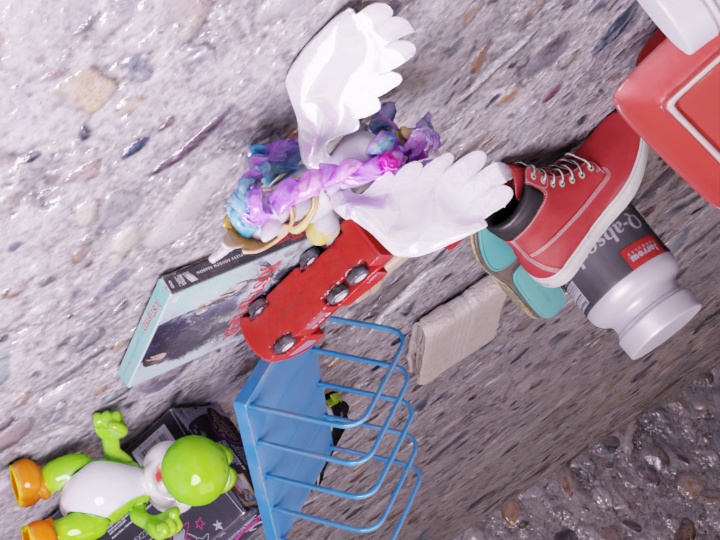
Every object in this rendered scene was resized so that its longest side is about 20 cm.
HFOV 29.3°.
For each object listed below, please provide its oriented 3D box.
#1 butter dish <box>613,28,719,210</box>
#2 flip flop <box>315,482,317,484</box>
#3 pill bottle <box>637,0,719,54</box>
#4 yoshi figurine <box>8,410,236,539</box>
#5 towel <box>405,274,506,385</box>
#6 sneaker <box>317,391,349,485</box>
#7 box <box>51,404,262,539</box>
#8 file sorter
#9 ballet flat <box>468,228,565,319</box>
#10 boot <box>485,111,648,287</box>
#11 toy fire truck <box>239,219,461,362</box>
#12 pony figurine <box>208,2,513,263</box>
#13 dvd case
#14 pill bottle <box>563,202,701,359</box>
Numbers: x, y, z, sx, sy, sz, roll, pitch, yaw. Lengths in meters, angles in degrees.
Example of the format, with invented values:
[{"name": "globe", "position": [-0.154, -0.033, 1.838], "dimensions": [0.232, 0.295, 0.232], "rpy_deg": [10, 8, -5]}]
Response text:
[{"name": "butter dish", "position": [0.347, -0.195, 1.293], "dimensions": [0.200, 0.148, 0.199], "rpy_deg": [37, 112, -28]}, {"name": "flip flop", "position": [-0.149, 0.253, 1.585], "dimensions": [0.199, 0.058, 0.081], "rpy_deg": [-15, 169, -9]}, {"name": "pill bottle", "position": [0.302, -0.266, 1.053], "dimensions": [0.200, 0.114, 0.113], "rpy_deg": [-40, 162, 9]}, {"name": "yoshi figurine", "position": [-0.199, 0.185, 1.206], "dimensions": [0.199, 0.112, 0.113], "rpy_deg": [-11, 117, -23]}, {"name": "towel", "position": [0.119, 0.071, 1.690], "dimensions": [0.132, 0.035, 0.200], "rpy_deg": [-33, 161, -15]}, {"name": "sneaker", "position": [-0.046, 0.203, 1.647], "dimensions": [0.083, 0.072, 0.200], "rpy_deg": [-32, 162, -21]}, {"name": "box", "position": [-0.196, 0.243, 1.362], "dimensions": [0.200, 0.132, 0.115], "rpy_deg": [-42, 164, 13]}, {"name": "file sorter", "position": [-0.022, 0.158, 1.292], "dimensions": [0.139, 0.122, 0.201], "rpy_deg": [-59, 151, -43]}, {"name": "ballet flat", "position": [0.152, -0.021, 1.443], "dimensions": [0.071, 0.071, 0.200], "rpy_deg": [-37, 132, 2]}, {"name": "boot", "position": [0.204, -0.099, 1.367], "dimensions": [0.144, 0.072, 0.200], "rpy_deg": [42, 77, -43]}, {"name": "toy fire truck", "position": [0.000, 0.000, 1.193], "dimensions": [0.200, 0.049, 0.141], "rpy_deg": [-44, 163, 19]}, {"name": "pony figurine", "position": [-0.005, -0.070, 0.949], "dimensions": [0.193, 0.167, 0.200], "rpy_deg": [-34, 179, 16]}, {"name": "dvd case", "position": [-0.102, 0.020, 1.160], "dimensions": [0.200, 0.022, 0.146], "rpy_deg": [-25, 159, -38]}, {"name": "pill bottle", "position": [0.271, -0.011, 1.494], "dimensions": [0.116, 0.200, 0.116], "rpy_deg": [-33, 162, -12]}]
